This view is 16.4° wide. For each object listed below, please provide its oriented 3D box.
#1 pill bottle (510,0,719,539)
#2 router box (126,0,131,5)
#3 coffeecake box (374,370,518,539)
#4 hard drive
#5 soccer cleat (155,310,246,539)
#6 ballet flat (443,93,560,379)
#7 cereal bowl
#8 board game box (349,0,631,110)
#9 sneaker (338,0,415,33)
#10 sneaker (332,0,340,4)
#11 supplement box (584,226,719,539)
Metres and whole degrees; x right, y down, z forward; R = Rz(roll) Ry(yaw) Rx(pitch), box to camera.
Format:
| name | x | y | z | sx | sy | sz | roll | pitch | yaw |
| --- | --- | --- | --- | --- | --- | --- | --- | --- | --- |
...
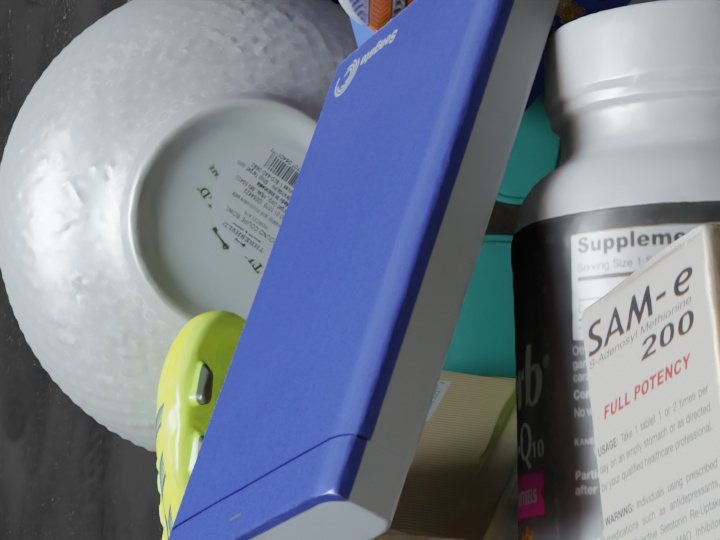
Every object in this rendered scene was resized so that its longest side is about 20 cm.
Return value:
| name | x | y | z | sx | sy | sz | roll | pitch | yaw |
| --- | --- | --- | --- | --- | --- | --- | --- | --- | --- |
| pill bottle | 0.104 | 0.027 | 0.753 | 0.116 | 0.116 | 0.201 | 155 | 116 | -67 |
| router box | -0.047 | -0.107 | 1.127 | 0.051 | 0.149 | 0.201 | 29 | 122 | 24 |
| coffeecake box | 0.016 | 0.154 | 0.880 | 0.154 | 0.073 | 0.201 | -53 | -33 | -69 |
| hard drive | 0.000 | 0.000 | 0.776 | 0.132 | 0.025 | 0.201 | -34 | 32 | 57 |
| soccer cleat | -0.057 | 0.112 | 0.968 | 0.083 | 0.065 | 0.201 | 11 | 115 | 47 |
| ballet flat | 0.056 | -0.021 | 0.968 | 0.071 | 0.070 | 0.201 | -157 | 72 | -68 |
| cereal bowl | -0.048 | -0.019 | 0.997 | 0.083 | 0.199 | 0.201 | -177 | 90 | -84 |
| board game box | 0.068 | -0.154 | 0.881 | 0.200 | 0.045 | 0.135 | -46 | 42 | 32 |
| sneaker | 0.011 | -0.183 | 0.816 | 0.201 | 0.077 | 0.112 | 101 | 162 | -45 |
| sneaker | 0.014 | -0.027 | 1.098 | 0.083 | 0.071 | 0.201 | 71 | -162 | -79 |
| supplement box | 0.135 | 0.095 | 0.628 | 0.074 | 0.125 | 0.201 | 137 | 132 | -62 |
